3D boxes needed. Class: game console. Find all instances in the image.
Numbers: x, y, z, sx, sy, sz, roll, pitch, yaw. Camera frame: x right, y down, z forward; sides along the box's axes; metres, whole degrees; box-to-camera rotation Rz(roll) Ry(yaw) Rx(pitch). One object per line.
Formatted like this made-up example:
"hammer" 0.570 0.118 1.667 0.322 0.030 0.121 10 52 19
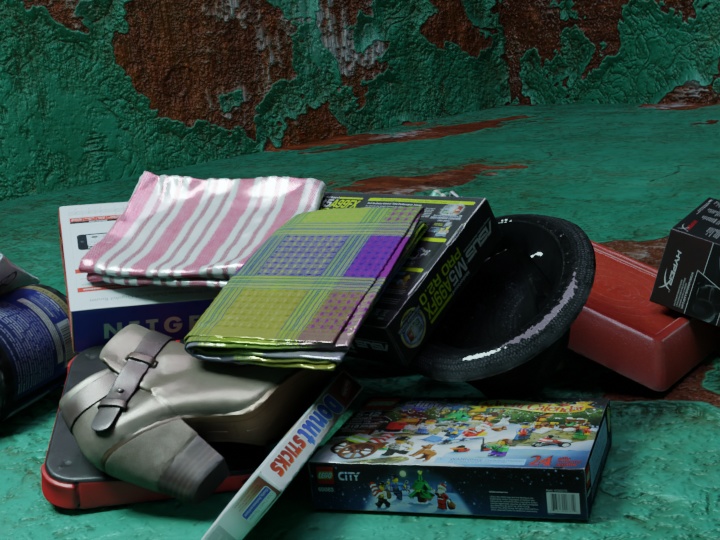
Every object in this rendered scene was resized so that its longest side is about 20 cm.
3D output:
"game console" -0.167 0.121 0.932 0.175 0.031 0.201 -3 30 -4

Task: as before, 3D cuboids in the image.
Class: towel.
"towel" -0.040 0.010 0.885 0.142 0.023 0.200 -1 34 27
"towel" -0.143 -0.040 1.024 0.198 0.030 0.147 2 40 20

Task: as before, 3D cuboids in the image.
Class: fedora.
"fedora" 0.121 0.043 0.938 0.199 0.092 0.201 -22 32 14

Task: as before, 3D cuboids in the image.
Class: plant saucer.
"plant saucer" 0.236 0.027 1.053 0.198 0.037 0.199 27 27 29

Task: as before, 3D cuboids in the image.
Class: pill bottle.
"pill bottle" -0.361 0.090 1.083 0.111 0.113 0.200 -2 13 20

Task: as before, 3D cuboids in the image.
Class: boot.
"boot" -0.128 0.087 0.870 0.146 0.071 0.200 32 51 25

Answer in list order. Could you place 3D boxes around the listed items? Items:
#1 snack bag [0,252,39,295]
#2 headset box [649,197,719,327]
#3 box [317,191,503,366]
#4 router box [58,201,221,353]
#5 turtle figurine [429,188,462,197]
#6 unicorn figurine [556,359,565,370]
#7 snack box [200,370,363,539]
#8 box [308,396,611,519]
"snack bag" -0.419 0.056 1.133 0.188 0.021 0.200 -42 -2 -9
"headset box" 0.385 0.011 1.018 0.198 0.078 0.149 23 25 23
"box" 0.000 0.000 0.964 0.199 0.045 0.160 5 45 43
"router box" -0.188 -0.003 1.089 0.198 0.049 0.180 -4 36 -15
"turtle figurine" 0.093 -0.015 1.269 0.100 0.151 0.200 -23 11 -1
"unicorn figurine" 0.131 0.061 1.075 0.136 0.075 0.200 -3 -3 21
"snack box" -0.052 0.136 0.819 0.024 0.072 0.200 39 21 3
"box" 0.078 0.134 0.826 0.198 0.038 0.137 -2 14 20
